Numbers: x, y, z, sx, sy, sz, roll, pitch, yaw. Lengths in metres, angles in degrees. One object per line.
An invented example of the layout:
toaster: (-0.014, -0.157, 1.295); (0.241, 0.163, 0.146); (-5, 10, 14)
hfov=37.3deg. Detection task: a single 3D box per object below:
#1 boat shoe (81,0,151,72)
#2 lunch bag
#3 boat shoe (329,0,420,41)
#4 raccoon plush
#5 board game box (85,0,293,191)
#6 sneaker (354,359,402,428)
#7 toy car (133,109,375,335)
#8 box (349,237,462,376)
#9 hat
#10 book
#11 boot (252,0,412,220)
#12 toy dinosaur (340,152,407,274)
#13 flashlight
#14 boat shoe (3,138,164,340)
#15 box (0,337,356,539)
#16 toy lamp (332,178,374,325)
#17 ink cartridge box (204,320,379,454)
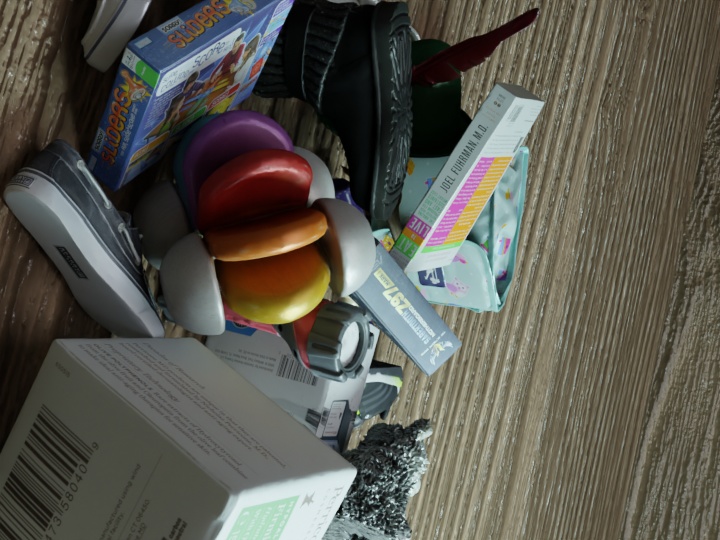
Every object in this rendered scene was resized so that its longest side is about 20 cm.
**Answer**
boat shoe: (-0.179, -0.254, 0.818); (0.065, 0.074, 0.201); (23, 90, -22)
lunch bag: (0.101, -0.057, 1.275); (0.122, 0.169, 0.202); (0, 97, -62)
boat shoe: (0.012, -0.259, 1.133); (0.202, 0.086, 0.075); (14, 87, -62)
raccoon plush: (0.005, 0.165, 0.959); (0.200, 0.096, 0.135); (65, 37, -51)
board game box: (-0.134, -0.162, 0.877); (0.200, 0.034, 0.136); (-47, 174, -47)
sneaker: (-0.002, 0.148, 1.260); (0.200, 0.071, 0.084); (14, 88, -62)
toy car: (-0.092, -0.055, 0.873); (0.174, 0.200, 0.151); (-17, 131, -16)
box: (0.000, 0.000, 1.054); (0.051, 0.200, 0.158); (-43, 126, -2)
hat: (0.062, -0.226, 1.081); (0.166, 0.198, 0.177); (-79, 179, -56)
book: (0.107, -0.093, 1.073); (0.201, 0.048, 0.133); (-58, 167, 17)
boot: (-0.033, -0.157, 1.013); (0.079, 0.157, 0.213); (-30, 123, -68)
toy dinosaur: (0.028, -0.078, 1.149); (0.106, 0.060, 0.201); (49, 23, -67)
flashlight: (-0.087, 0.044, 0.934); (0.068, 0.199, 0.068); (-52, 143, -40)
boat shoe: (-0.203, -0.017, 0.848); (0.068, 0.071, 0.201); (-58, 138, -31)
box: (-0.154, 0.183, 0.813); (0.171, 0.199, 0.200); (6, 115, -62)
toy lamp: (-0.016, -0.008, 1.200); (0.058, 0.058, 0.201); (-47, 140, -45)
ink cartridge box: (-0.084, 0.129, 1.026); (0.086, 0.145, 0.202); (30, 73, -62)
